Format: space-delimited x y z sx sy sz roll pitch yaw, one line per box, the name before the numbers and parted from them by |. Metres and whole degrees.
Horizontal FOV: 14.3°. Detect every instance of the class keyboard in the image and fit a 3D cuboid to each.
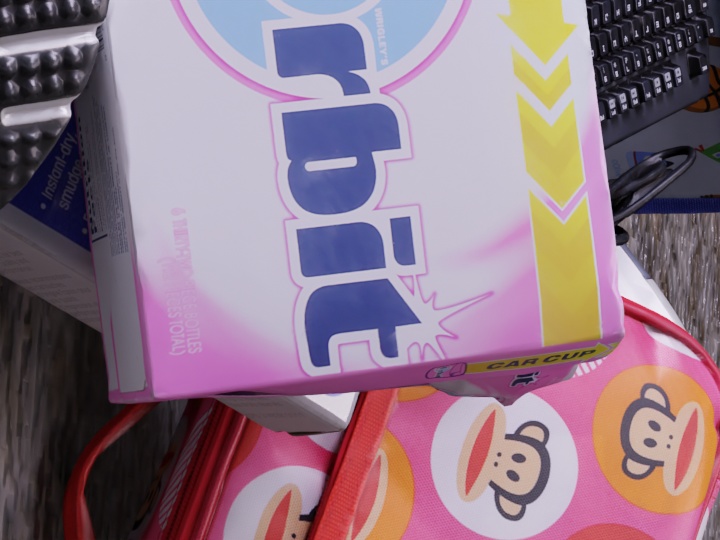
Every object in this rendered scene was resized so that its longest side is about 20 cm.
keyboard | 0.068 -0.052 0.805 0.200 0.039 0.105 -27 116 -57

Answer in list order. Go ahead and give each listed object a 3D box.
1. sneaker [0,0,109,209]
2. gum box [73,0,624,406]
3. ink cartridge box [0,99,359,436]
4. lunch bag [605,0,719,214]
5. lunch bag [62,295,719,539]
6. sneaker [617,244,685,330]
sneaker | -0.102 -0.106 0.635 0.073 0.080 0.201 -2 95 -28
gum box | -0.010 -0.064 0.675 0.066 0.113 0.201 168 -85 -76
ink cartridge box | -0.055 -0.088 0.738 0.200 0.047 0.199 32 65 -29
lunch bag | 0.151 -0.112 1.178 0.124 0.199 0.171 -71 154 -42
lunch bag | 0.001 0.084 0.821 0.082 0.175 0.201 -25 -137 69
sneaker | 0.000 -0.001 0.941 0.203 0.146 0.077 55 -22 31
